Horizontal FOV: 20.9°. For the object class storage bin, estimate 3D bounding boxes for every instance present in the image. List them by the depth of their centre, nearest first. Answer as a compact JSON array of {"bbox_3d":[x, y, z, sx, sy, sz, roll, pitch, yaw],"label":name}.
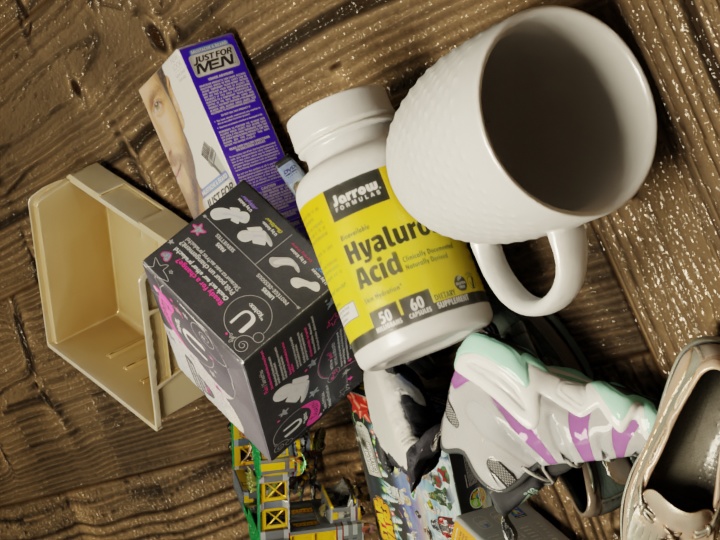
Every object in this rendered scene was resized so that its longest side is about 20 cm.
[{"bbox_3d":[-0.238,0.021,1.986,0.200,0.094,0.199,32,137,41],"label":"storage bin"}]

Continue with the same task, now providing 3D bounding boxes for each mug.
[{"bbox_3d":[0.105,-0.066,1.370,0.175,0.147,0.201,-20,85,60],"label":"mug"}]

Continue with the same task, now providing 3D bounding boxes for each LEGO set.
[{"bbox_3d":[-0.052,0.180,1.818,0.200,0.115,0.154,-137,43,-72],"label":"LEGO set"}]

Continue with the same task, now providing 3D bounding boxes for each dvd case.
[{"bbox_3d":[0.000,0.000,1.628,0.200,0.018,0.143,56,-177,12],"label":"dvd case"}]

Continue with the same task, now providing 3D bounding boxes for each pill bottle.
[{"bbox_3d":[0.016,-0.034,1.482,0.111,0.111,0.201,-36,73,58],"label":"pill bottle"}]

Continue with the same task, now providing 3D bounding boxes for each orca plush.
[{"bbox_3d":[0.055,0.117,1.599,0.200,0.071,0.106,-163,69,-80],"label":"orca plush"}]

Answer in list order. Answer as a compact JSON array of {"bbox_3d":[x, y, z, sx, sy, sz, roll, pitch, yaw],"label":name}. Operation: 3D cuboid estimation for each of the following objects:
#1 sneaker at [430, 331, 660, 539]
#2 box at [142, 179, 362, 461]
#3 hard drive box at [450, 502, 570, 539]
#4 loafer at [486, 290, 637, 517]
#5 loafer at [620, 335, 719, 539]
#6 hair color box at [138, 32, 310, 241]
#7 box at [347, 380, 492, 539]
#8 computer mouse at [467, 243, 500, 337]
[{"bbox_3d":[0.146,0.142,1.454,0.200,0.078,0.140,22,93,26],"label":"sneaker"},{"bbox_3d":[-0.087,0.045,1.612,0.132,0.115,0.200,43,162,23],"label":"box"},{"bbox_3d":[0.151,0.308,1.590,0.200,0.077,0.156,37,126,44],"label":"hard drive box"},{"bbox_3d":[0.147,0.100,1.515,0.200,0.063,0.072,55,148,13],"label":"loafer"},{"bbox_3d":[0.224,0.146,1.364,0.072,0.063,0.201,13,100,8],"label":"loafer"},{"bbox_3d":[-0.119,-0.097,1.744,0.109,0.065,0.201,-32,79,60],"label":"hair color box"},{"bbox_3d":[0.060,0.201,1.735,0.137,0.040,0.201,16,125,51],"label":"box"},{"bbox_3d":[0.079,0.007,1.525,0.059,0.034,0.201,-7,89,60],"label":"computer mouse"}]
